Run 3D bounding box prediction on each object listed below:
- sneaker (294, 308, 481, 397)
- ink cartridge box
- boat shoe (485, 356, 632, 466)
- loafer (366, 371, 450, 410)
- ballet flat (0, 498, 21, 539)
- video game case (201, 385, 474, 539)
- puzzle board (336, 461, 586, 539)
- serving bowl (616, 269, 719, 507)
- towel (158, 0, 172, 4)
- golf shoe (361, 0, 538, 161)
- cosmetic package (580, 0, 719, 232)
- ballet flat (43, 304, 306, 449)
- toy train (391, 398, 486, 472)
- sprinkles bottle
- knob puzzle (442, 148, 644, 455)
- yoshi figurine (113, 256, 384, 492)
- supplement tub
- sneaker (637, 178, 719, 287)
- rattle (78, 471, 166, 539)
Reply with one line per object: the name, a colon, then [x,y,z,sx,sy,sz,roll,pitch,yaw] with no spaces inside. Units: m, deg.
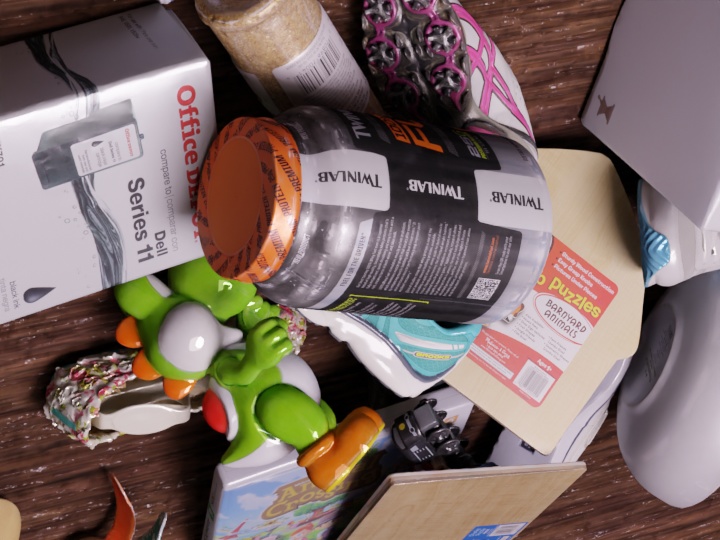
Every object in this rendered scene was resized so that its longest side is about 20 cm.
sneaker: [0.000,0.000,1.271,0.080,0.078,0.200,-40,119,19]
ink cartridge box: [-0.187,-0.061,1.147,0.199,0.083,0.148,-20,130,-19]
boat shoe: [0.164,0.106,1.497,0.070,0.071,0.201,-6,123,-63]
loafer: [0.094,0.061,1.421,0.198,0.073,0.073,-13,147,-16]
ballet flat: [-0.296,0.248,1.311,0.068,0.063,0.200,32,101,-42]
video game case: [-0.022,0.164,1.400,0.199,0.022,0.183,-17,151,-21]
puzzle board: [0.064,0.181,1.412,0.149,0.018,0.200,-3,155,-19]
serving bowl: [0.249,0.076,1.450,0.065,0.200,0.201,22,110,-12]
towel: [-0.071,-0.262,1.118,0.199,0.024,0.147,-35,133,-6]
golf shoe: [0.060,-0.131,1.267,0.072,0.092,0.201,-12,121,26]
cosmetic package: [0.298,-0.132,1.335,0.199,0.166,0.168,3,120,-31]
ballet flat: [-0.118,0.079,1.300,0.199,0.064,0.076,-17,129,-21]
toy train: [0.061,0.140,1.378,0.046,0.034,0.200,-27,153,5]
sprinkles bottle: [-0.033,-0.120,1.196,0.068,0.068,0.200,-38,138,-2]
knob puzzle: [0.119,0.000,1.366,0.218,0.030,0.222,0,91,-12]
yoshi figurine: [-0.067,0.048,1.245,0.112,0.200,0.113,-48,175,-47]
supplement tub: [0.008,-0.034,1.159,0.199,0.123,0.123,6,118,-34]
sneaker: [0.249,-0.033,1.370,0.200,0.080,0.077,-25,113,-65]
rattle: [-0.173,0.253,1.388,0.142,0.130,0.202,22,82,-51]
